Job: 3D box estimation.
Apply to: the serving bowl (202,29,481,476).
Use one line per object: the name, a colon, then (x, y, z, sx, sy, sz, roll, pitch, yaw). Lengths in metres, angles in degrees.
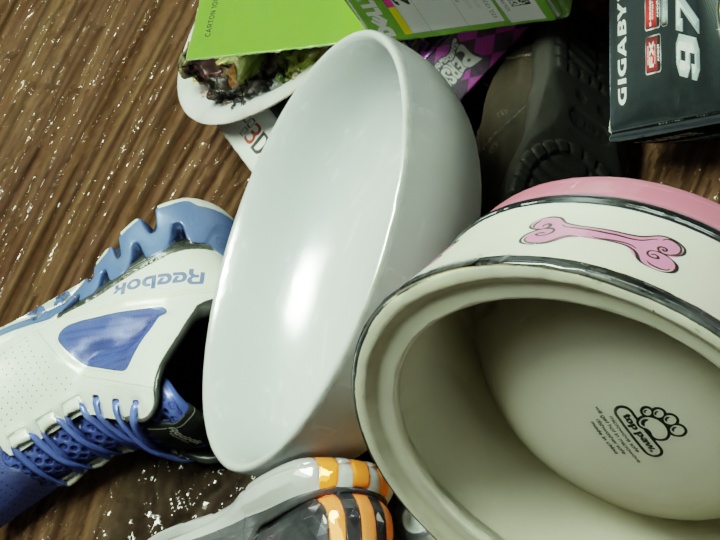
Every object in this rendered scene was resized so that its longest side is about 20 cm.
serving bowl: (0.000, 0.000, 1.105, 0.200, 0.066, 0.201, -50, 29, 43)

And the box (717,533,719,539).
box: (0.181, 0.159, 0.957, 0.136, 0.038, 0.201, 13, 71, 45)

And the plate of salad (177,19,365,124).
plate of salad: (-0.029, -0.160, 1.281, 0.200, 0.048, 0.200, -35, 31, 25)

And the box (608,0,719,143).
box: (0.162, -0.160, 1.084, 0.159, 0.046, 0.201, 175, 96, -67)

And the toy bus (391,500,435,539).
toy bus: (0.065, 0.139, 1.052, 0.078, 0.065, 0.201, -25, 48, 23)

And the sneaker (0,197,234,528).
sneaker: (-0.124, 0.063, 1.253, 0.199, 0.081, 0.115, -43, 41, 7)

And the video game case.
video game case: (0.012, -0.124, 1.268, 0.200, 0.036, 0.181, -47, 29, 5)

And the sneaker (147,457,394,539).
sneaker: (-0.047, 0.163, 1.092, 0.200, 0.077, 0.112, 136, 136, -55)

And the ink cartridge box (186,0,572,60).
ink cartridge box: (0.002, -0.184, 1.186, 0.199, 0.076, 0.148, -5, 58, 25)

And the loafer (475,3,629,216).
loafer: (0.080, -0.034, 1.151, 0.071, 0.073, 0.200, -36, 26, 40)

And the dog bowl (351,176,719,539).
dog bowl: (0.101, 0.049, 0.942, 0.200, 0.200, 0.074, -5, 38, 38)
